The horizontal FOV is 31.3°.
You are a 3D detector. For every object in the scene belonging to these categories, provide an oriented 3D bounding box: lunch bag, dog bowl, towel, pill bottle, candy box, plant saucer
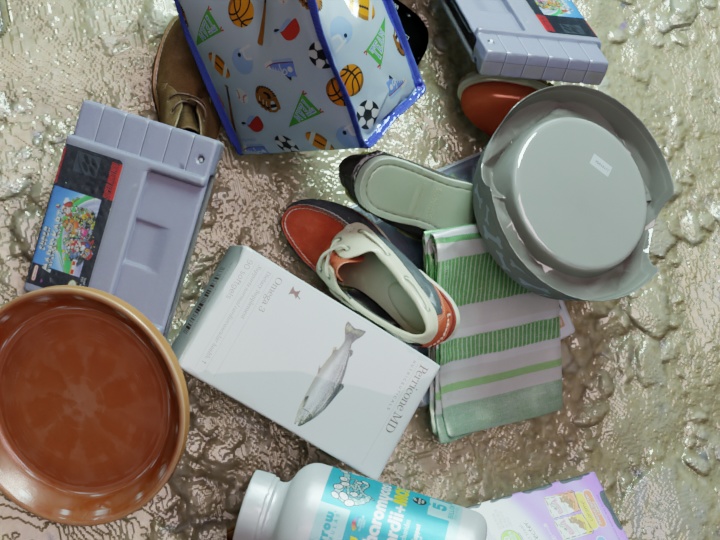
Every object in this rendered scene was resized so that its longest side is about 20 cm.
[{"bbox_3d":[-0.060,-0.213,1.103,0.124,0.169,0.201,-49,125,-38],"label":"lunch bag"},{"bbox_3d":[0.190,-0.065,1.169,0.198,0.059,0.202,6,75,-24],"label":"dog bowl"},{"bbox_3d":[0.127,0.051,1.200,0.151,0.023,0.202,-11,106,-27],"label":"towel"},{"bbox_3d":[-0.002,0.227,1.060,0.198,0.111,0.112,16,77,3],"label":"pill bottle"},{"bbox_3d":[0.152,0.291,1.154,0.198,0.072,0.169,-11,56,-19],"label":"candy box"},{"bbox_3d":[-0.235,0.111,1.064,0.198,0.032,0.203,2,101,11],"label":"plant saucer"}]

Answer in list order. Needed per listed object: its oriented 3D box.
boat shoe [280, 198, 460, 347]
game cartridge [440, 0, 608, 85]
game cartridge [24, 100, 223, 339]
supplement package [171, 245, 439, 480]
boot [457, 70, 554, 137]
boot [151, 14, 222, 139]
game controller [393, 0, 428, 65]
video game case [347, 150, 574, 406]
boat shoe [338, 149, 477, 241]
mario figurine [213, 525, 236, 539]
[{"bbox_3d":[0.000,0.000,1.146,0.200,0.062,0.072,38,109,21],"label":"boat shoe"},{"bbox_3d":[0.147,-0.244,1.223,0.128,0.039,0.201,-1,39,-16],"label":"game cartridge"},{"bbox_3d":[-0.205,-0.030,1.085,0.128,0.038,0.202,17,93,4],"label":"game cartridge"},{"bbox_3d":[-0.052,0.078,1.121,0.199,0.117,0.118,31,84,-12],"label":"supplement package"},{"bbox_3d":[0.174,-0.114,1.239,0.199,0.075,0.108,29,55,-14],"label":"boot"},{"bbox_3d":[-0.151,-0.143,1.153,0.073,0.075,0.202,7,79,-15],"label":"boot"},{"bbox_3d":[-0.028,-0.249,1.226,0.199,0.042,0.105,35,73,-11],"label":"game controller"},{"bbox_3d":[0.094,0.003,1.239,0.181,0.023,0.202,-23,89,-20],"label":"video game case"},{"bbox_3d":[0.068,-0.059,1.189,0.200,0.060,0.072,25,94,-33],"label":"boat shoe"},{"bbox_3d":[-0.061,0.308,1.096,0.123,0.106,0.201,-31,86,5],"label":"mario figurine"}]
